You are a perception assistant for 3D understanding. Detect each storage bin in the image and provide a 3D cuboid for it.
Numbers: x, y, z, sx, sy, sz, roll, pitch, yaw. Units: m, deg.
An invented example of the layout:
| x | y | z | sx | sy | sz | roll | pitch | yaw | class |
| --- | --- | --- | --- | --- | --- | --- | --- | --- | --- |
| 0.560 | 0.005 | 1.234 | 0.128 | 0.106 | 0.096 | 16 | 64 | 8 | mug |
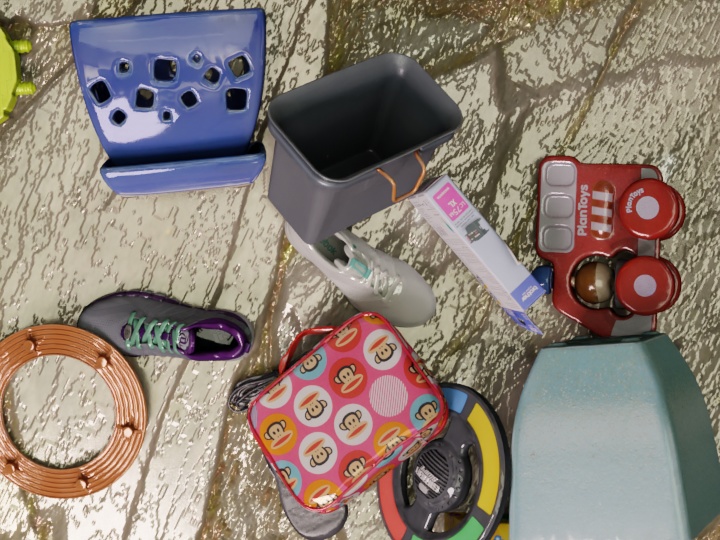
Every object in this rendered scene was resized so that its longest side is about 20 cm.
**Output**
| x | y | z | sx | sy | sz | roll | pitch | yaw | class |
| --- | --- | --- | --- | --- | --- | --- | --- | --- | --- |
| -0.001 | -0.115 | 1.398 | 0.199 | 0.135 | 0.146 | -27 | 64 | -31 | storage bin |

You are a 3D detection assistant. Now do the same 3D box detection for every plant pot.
| x | y | z | sx | sy | sz | roll | pitch | yaw | class |
| --- | --- | --- | --- | --- | --- | --- | --- | --- | --- |
| 0.272 | 0.171 | 1.415 | 0.193 | 0.196 | 0.203 | -5 | 91 | 27 | plant pot |
| -0.192 | -0.179 | 1.390 | 0.197 | 0.200 | 0.183 | -7 | 100 | -5 | plant pot |

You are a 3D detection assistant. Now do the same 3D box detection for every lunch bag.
| x | y | z | sx | sy | sz | roll | pitch | yaw | class |
| --- | --- | --- | --- | --- | --- | --- | --- | --- | --- |
| -0.022 | 0.144 | 1.427 | 0.199 | 0.082 | 0.177 | -36 | 74 | 1 | lunch bag |

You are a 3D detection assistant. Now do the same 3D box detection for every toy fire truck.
| x | y | z | sx | sy | sz | roll | pitch | yaw | class |
| --- | --- | --- | --- | --- | --- | --- | --- | --- | --- |
| 0.277 | -0.026 | 1.490 | 0.165 | 0.112 | 0.204 | 4 | 92 | 19 | toy fire truck |

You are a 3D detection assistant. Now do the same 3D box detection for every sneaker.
| x | y | z | sx | sy | sz | roll | pitch | yaw | class |
| --- | --- | --- | --- | --- | --- | --- | --- | --- | --- |
| -0.214 | 0.063 | 1.447 | 0.197 | 0.088 | 0.076 | 4 | 92 | -6 | sneaker |
| 0.000 | 0.000 | 1.464 | 0.199 | 0.088 | 0.076 | 34 | 88 | -6 | sneaker |

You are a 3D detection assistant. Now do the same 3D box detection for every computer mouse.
| x | y | z | sx | sy | sz | roll | pitch | yaw | class |
| --- | --- | --- | --- | --- | --- | --- | --- | --- | --- |
| -0.049 | 0.192 | 1.493 | 0.139 | 0.046 | 0.202 | -29 | 83 | 1 | computer mouse |

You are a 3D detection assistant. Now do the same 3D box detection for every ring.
| x | y | z | sx | sy | sz | roll | pitch | yaw | class |
| --- | --- | --- | --- | --- | --- | --- | --- | --- | --- |
| -0.334 | 0.159 | 1.456 | 0.197 | 0.019 | 0.204 | 1 | 102 | 3 | ring |

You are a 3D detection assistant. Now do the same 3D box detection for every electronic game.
| x | y | z | sx | sy | sz | roll | pitch | yaw | class |
| --- | --- | --- | --- | --- | --- | --- | --- | --- | --- |
| 0.088 | 0.223 | 1.442 | 0.041 | 0.199 | 0.203 | 13 | 92 | -40 | electronic game |

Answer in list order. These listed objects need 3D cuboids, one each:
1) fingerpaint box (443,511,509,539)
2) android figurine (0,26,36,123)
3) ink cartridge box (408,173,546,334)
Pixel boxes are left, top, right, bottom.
| x | y | z | sx | sy | sz | roll | pitch | yaw | class |
| --- | --- | --- | --- | --- | --- | --- | --- | --- | --- |
| 0.174 | 0.379 | 1.483 | 0.164 | 0.073 | 0.203 | 5 | 88 | -18 | fingerpaint box |
| -0.454 | -0.214 | 1.436 | 0.197 | 0.041 | 0.185 | -7 | 93 | -4 | android figurine |
| 0.137 | -0.019 | 1.460 | 0.042 | 0.119 | 0.201 | -39 | 95 | -4 | ink cartridge box |
